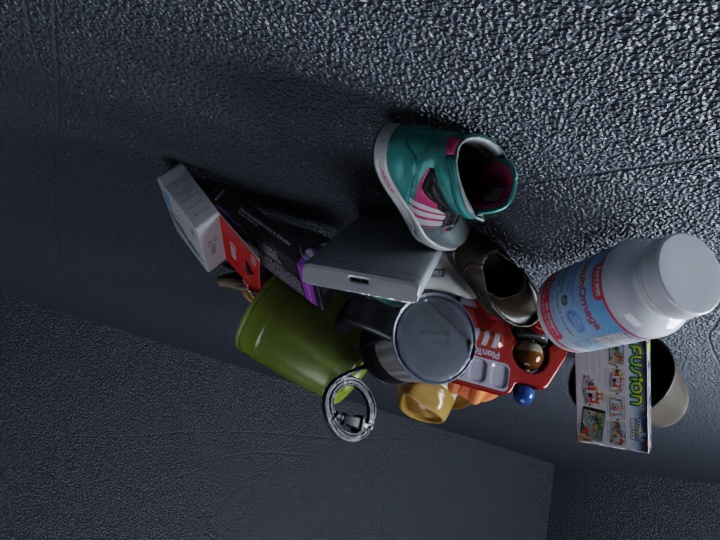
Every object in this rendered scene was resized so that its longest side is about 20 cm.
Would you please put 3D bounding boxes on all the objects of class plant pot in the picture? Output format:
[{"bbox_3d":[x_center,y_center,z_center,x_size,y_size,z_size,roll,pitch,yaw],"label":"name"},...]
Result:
[{"bbox_3d":[-0.075,0.116,0.953,0.192,0.201,0.201,37,166,15],"label":"plant pot"}]

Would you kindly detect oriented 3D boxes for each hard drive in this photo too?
[{"bbox_3d":[0.027,-0.021,0.674,0.129,0.027,0.200,10,-158,15],"label":"hard drive"}]

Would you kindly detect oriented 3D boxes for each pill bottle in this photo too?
[{"bbox_3d":[0.302,0.029,0.649,0.107,0.111,0.200,18,160,-10],"label":"pill bottle"}]

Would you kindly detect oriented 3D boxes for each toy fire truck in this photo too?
[{"bbox_3d":[0.225,0.114,0.873,0.196,0.171,0.112,17,161,-7],"label":"toy fire truck"}]

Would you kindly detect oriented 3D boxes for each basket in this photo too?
[{"bbox_3d":[0.492,0.205,0.988,0.179,0.138,0.198,-34,140,31],"label":"basket"}]

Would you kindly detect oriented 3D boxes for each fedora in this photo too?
[{"bbox_3d":[0.130,0.250,1.129,0.197,0.083,0.202,17,145,12],"label":"fedora"}]

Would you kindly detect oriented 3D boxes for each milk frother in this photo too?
[{"bbox_3d":[0.044,0.143,0.786,0.176,0.205,0.188,5,168,-12],"label":"milk frother"}]

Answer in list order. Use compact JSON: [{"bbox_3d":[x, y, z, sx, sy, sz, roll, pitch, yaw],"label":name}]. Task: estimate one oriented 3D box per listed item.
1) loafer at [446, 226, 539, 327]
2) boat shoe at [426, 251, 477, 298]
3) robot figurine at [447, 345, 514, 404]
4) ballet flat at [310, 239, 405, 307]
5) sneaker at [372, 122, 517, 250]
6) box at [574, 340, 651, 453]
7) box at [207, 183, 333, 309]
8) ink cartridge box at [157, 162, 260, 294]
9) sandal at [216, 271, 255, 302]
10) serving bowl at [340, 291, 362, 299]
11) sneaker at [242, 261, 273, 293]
[{"bbox_3d":[0.189,0.023,0.743,0.199,0.073,0.071,36,-177,-34],"label":"loafer"},{"bbox_3d":[0.104,-0.013,0.791,0.196,0.076,0.093,5,-159,-21],"label":"boat shoe"},{"bbox_3d":[0.217,0.152,0.990,0.142,0.200,0.119,-17,103,32],"label":"robot figurine"},{"bbox_3d":[0.000,0.000,0.910,0.198,0.076,0.074,27,158,-26],"label":"ballet flat"},{"bbox_3d":[0.106,-0.077,0.579,0.119,0.085,0.200,13,162,36],"label":"sneaker"},{"bbox_3d":[0.397,0.176,0.884,0.108,0.205,0.034,1,-173,35],"label":"box"},{"bbox_3d":[-0.128,-0.032,0.830,0.198,0.036,0.143,34,162,12],"label":"box"},{"bbox_3d":[-0.220,-0.041,0.837,0.177,0.044,0.200,50,162,7],"label":"ink cartridge box"},{"bbox_3d":[-0.207,0.041,1.127,0.196,0.055,0.080,7,-167,30],"label":"sandal"},{"bbox_3d":[-0.019,0.117,1.093,0.199,0.066,0.201,36,155,19],"label":"serving bowl"},{"bbox_3d":[-0.190,0.000,0.995,0.072,0.089,0.200,19,161,-14],"label":"sneaker"}]
